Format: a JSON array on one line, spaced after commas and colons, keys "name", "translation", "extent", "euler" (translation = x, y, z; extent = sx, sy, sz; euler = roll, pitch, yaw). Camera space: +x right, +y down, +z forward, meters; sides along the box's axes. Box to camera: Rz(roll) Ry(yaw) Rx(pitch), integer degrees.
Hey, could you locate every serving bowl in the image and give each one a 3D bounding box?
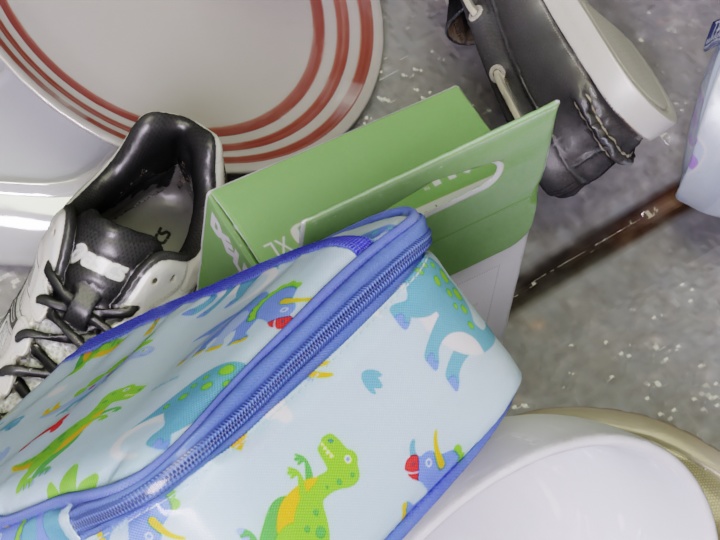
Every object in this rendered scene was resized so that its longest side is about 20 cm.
[{"name": "serving bowl", "translation": [0.028, 0.132, 0.911], "extent": [0.200, 0.201, 0.066], "euler": [-35, 43, -25]}]

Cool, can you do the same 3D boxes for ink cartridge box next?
[{"name": "ink cartridge box", "translation": [0.000, 0.000, 0.975], "extent": [0.103, 0.201, 0.059], "euler": [-24, 62, -20]}]

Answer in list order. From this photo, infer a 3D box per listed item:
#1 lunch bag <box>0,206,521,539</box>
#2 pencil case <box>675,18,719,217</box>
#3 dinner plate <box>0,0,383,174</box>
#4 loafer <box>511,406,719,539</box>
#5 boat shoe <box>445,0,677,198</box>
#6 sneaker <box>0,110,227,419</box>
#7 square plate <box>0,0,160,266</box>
[{"name": "lunch bag", "translation": [-0.054, 0.062, 0.849], "extent": [0.161, 0.200, 0.083], "euler": [-42, 102, -36]}, {"name": "pencil case", "translation": [0.224, -0.037, 1.094], "extent": [0.199, 0.083, 0.091], "euler": [22, 43, 8]}, {"name": "dinner plate", "translation": [-0.082, -0.120, 1.121], "extent": [0.199, 0.024, 0.201], "euler": [17, 53, -24]}, {"name": "loafer", "translation": [0.126, 0.113, 0.990], "extent": [0.199, 0.076, 0.068], "euler": [22, 52, 8]}, {"name": "boat shoe", "translation": [0.061, -0.112, 1.138], "extent": [0.060, 0.074, 0.201], "euler": [-39, 54, 15]}, {"name": "sneaker", "translation": [-0.105, 0.022, 0.985], "extent": [0.075, 0.088, 0.201], "euler": [20, 51, 6]}, {"name": "square plate", "translation": [-0.169, -0.093, 1.121], "extent": [0.196, 0.029, 0.201], "euler": [3, 57, -4]}]
